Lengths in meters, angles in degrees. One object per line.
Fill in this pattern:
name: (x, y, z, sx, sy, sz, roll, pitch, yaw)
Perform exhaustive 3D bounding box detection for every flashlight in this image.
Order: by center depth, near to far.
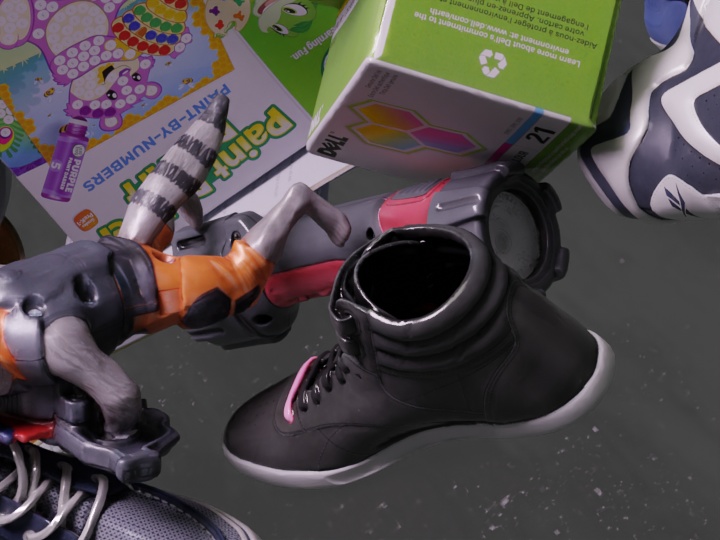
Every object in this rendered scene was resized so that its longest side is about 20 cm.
flashlight: (0.000, 0.000, 1.269, 0.200, 0.068, 0.068, -15, 58, 41)

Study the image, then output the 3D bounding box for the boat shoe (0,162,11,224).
boat shoe: (-0.260, -0.012, 1.440, 0.075, 0.086, 0.202, 11, 57, 39)

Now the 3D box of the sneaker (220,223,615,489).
sneaker: (0.002, 0.033, 1.187, 0.200, 0.099, 0.071, -15, 41, 36)

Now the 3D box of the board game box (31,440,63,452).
board game box: (-0.178, 0.092, 1.335, 0.105, 0.023, 0.200, -40, 43, 2)

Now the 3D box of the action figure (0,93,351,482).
action figure: (-0.132, 0.003, 1.224, 0.200, 0.105, 0.193, 22, 44, 40)

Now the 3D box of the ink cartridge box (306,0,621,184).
ink cartridge box: (-0.003, -0.103, 1.218, 0.148, 0.200, 0.076, 133, 151, -73)

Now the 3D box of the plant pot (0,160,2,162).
plant pot: (-0.206, -0.134, 1.417, 0.193, 0.201, 0.200, -1, 24, -21)

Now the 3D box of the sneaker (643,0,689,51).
sneaker: (0.191, -0.198, 1.267, 0.199, 0.115, 0.081, -39, 32, 1)

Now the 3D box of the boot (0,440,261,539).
boot: (-0.138, 0.109, 1.213, 0.200, 0.090, 0.073, 6, 61, 34)

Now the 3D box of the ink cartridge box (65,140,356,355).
ink cartridge box: (-0.059, -0.064, 1.428, 0.200, 0.047, 0.198, -23, 34, 21)

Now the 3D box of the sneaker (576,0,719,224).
sneaker: (0.192, -0.097, 1.176, 0.199, 0.080, 0.130, -49, 35, -16)

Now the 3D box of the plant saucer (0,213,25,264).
plant saucer: (-0.257, 0.046, 1.476, 0.200, 0.035, 0.200, -18, 42, 17)

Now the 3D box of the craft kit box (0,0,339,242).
craft kit box: (-0.101, -0.122, 1.316, 0.200, 0.198, 0.049, -35, 34, 9)
